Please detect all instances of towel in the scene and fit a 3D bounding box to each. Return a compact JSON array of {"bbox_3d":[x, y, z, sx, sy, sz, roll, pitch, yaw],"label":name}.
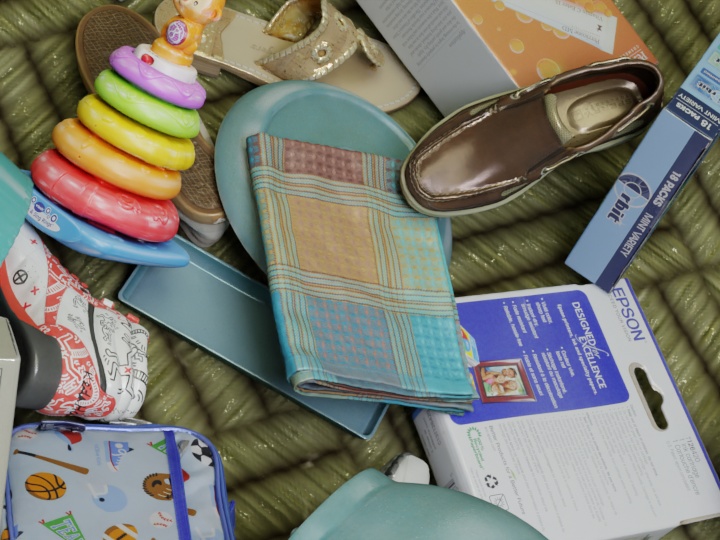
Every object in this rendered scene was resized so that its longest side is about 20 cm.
[{"bbox_3d":[0.000,0.000,1.580,0.146,0.022,0.200,9,55,-30],"label":"towel"}]

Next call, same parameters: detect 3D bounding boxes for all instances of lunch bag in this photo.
[{"bbox_3d":[-0.149,0.173,1.448,0.160,0.076,0.200,3,39,-14],"label":"lunch bag"}]

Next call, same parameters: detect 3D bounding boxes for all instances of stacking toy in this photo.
[{"bbox_3d":[-0.142,-0.108,1.558,0.116,0.200,0.110,36,14,33],"label":"stacking toy"}]

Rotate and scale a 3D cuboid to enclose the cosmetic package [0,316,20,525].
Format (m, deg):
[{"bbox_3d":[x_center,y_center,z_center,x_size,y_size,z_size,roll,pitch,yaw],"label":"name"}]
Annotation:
[{"bbox_3d":[-0.266,0.129,1.388,0.103,0.201,0.073,5,19,-17],"label":"cosmetic package"}]

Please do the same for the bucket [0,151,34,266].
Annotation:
[{"bbox_3d":[-0.312,-0.027,1.461,0.135,0.207,0.208,39,52,-21],"label":"bucket"}]

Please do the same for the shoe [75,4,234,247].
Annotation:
[{"bbox_3d":[-0.148,-0.102,1.662,0.070,0.053,0.200,-23,66,-17],"label":"shoe"}]

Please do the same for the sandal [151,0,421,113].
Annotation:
[{"bbox_3d":[-0.046,-0.172,1.722,0.211,0.070,0.078,11,57,-12],"label":"sandal"}]

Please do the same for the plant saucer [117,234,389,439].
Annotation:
[{"bbox_3d":[-0.068,0.046,1.614,0.200,0.019,0.070,29,55,1],"label":"plant saucer"}]

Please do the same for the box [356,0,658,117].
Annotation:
[{"bbox_3d":[0.103,-0.187,1.743,0.124,0.097,0.200,-35,86,-32],"label":"box"}]

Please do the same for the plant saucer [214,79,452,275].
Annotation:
[{"bbox_3d":[-0.011,-0.055,1.653,0.200,0.027,0.201,21,51,-28],"label":"plant saucer"}]

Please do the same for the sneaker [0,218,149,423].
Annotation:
[{"bbox_3d":[-0.208,0.023,1.559,0.108,0.067,0.202,16,33,-39],"label":"sneaker"}]

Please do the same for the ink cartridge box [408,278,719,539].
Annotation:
[{"bbox_3d":[0.135,0.106,1.626,0.199,0.047,0.198,-5,60,-31],"label":"ink cartridge box"}]

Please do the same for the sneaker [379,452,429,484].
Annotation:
[{"bbox_3d":[0.021,0.216,1.516,0.087,0.075,0.201,19,64,-15],"label":"sneaker"}]

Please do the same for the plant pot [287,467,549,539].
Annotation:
[{"bbox_3d":[0.016,0.203,1.378,0.134,0.200,0.200,41,56,14],"label":"plant pot"}]

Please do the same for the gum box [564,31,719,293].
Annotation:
[{"bbox_3d":[0.236,-0.100,1.693,0.044,0.170,0.200,34,46,5],"label":"gum box"}]

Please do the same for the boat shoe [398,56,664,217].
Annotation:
[{"bbox_3d":[0.121,-0.101,1.623,0.202,0.075,0.075,-26,83,-16],"label":"boat shoe"}]
